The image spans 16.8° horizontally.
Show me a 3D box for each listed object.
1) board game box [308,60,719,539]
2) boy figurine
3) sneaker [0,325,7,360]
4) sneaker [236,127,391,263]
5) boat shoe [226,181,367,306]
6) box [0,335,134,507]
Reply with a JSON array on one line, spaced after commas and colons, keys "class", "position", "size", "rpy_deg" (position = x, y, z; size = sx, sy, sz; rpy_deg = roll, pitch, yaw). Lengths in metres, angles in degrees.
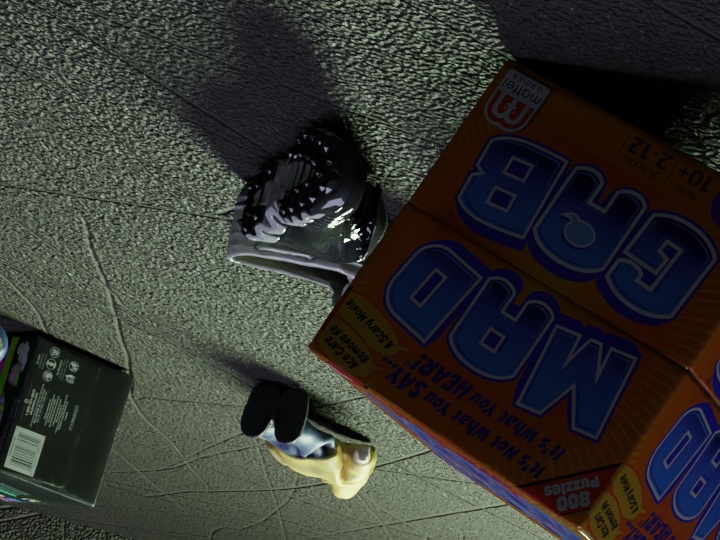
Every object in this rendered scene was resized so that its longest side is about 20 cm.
[{"class": "board game box", "position": [0.135, 0.042, 1.375], "size": [0.200, 0.200, 0.200], "rpy_deg": [32, 175, 32]}, {"class": "boy figurine", "position": [-0.036, 0.175, 2.404], "size": [0.124, 0.065, 0.200], "rpy_deg": [7, 163, 32]}, {"class": "sneaker", "position": [-0.419, 0.046, 2.352], "size": [0.200, 0.076, 0.088], "rpy_deg": [26, 162, -32]}, {"class": "sneaker", "position": [-0.014, -0.045, 1.603], "size": [0.090, 0.067, 0.200], "rpy_deg": [18, 169, -14]}, {"class": "boat shoe", "position": [0.000, 0.000, 1.735], "size": [0.199, 0.066, 0.072], "rpy_deg": [22, 164, -15]}, {"class": "box", "position": [-0.353, 0.157, 2.529], "size": [0.124, 0.149, 0.200], "rpy_deg": [26, 163, -32]}]
